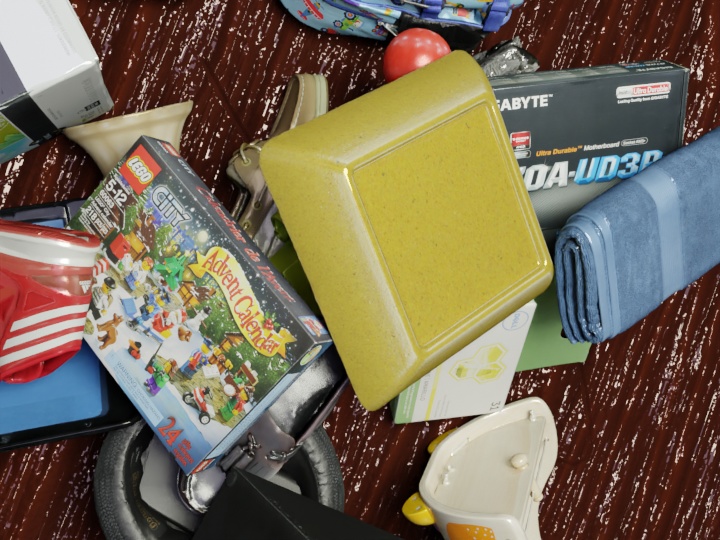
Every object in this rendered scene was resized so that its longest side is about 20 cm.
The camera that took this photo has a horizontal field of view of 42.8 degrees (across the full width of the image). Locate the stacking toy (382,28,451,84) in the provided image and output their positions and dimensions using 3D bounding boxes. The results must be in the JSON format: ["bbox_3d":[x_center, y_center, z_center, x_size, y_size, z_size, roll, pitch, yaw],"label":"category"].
[{"bbox_3d":[0.025,-0.084,0.692,0.085,0.085,0.202,13,89,-13],"label":"stacking toy"}]

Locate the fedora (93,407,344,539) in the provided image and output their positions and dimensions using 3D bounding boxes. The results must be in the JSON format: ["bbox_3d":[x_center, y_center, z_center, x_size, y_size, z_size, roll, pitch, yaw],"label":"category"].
[{"bbox_3d":[-0.114,0.175,0.748,0.199,0.092,0.203,2,83,-14],"label":"fedora"}]

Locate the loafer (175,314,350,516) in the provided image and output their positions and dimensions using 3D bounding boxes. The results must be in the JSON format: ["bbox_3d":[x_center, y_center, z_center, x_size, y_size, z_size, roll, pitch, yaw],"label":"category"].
[{"bbox_3d":[-0.060,0.100,0.689,0.072,0.063,0.200,46,74,-5],"label":"loafer"}]

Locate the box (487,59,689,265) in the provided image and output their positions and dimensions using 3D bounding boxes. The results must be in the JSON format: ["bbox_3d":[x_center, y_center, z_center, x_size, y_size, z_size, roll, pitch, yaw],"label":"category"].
[{"bbox_3d":[0.165,-0.083,0.759,0.198,0.046,0.160,-7,113,-11],"label":"box"}]

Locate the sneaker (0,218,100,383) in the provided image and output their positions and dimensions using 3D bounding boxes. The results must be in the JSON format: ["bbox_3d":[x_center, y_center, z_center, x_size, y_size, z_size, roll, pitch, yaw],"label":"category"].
[{"bbox_3d":[-0.279,0.019,0.657,0.198,0.078,0.117,8,93,28],"label":"sneaker"}]

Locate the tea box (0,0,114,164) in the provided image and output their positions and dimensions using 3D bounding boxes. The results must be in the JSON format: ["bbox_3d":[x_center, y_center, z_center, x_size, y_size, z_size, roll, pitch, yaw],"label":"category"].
[{"bbox_3d":[-0.295,-0.145,0.649,0.196,0.200,0.134,-28,96,-9],"label":"tea box"}]

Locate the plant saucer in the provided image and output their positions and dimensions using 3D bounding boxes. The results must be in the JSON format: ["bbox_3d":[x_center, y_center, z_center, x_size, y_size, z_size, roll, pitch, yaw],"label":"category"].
[{"bbox_3d":[0.053,-0.033,0.643,0.199,0.048,0.201,-31,106,-29],"label":"plant saucer"}]

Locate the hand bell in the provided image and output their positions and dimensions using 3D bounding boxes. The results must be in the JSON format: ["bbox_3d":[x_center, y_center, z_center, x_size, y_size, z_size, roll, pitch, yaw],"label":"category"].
[{"bbox_3d":[-0.162,-0.028,0.747,0.103,0.104,0.202,-15,103,-12],"label":"hand bell"}]

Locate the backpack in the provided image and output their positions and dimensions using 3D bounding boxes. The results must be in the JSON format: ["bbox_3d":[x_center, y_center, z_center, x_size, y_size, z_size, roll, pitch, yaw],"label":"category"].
[{"bbox_3d":[0.027,-0.282,0.755,0.198,0.134,0.185,5,90,-12],"label":"backpack"}]

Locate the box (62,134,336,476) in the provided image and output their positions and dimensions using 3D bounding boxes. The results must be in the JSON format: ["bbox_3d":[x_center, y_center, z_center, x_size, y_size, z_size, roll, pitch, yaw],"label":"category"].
[{"bbox_3d":[-0.131,0.023,0.657,0.137,0.038,0.200,-46,74,15],"label":"box"}]

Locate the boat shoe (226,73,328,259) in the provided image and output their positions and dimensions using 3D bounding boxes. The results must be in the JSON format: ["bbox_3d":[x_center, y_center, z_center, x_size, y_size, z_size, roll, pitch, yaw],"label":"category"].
[{"bbox_3d":[-0.080,-0.073,0.765,0.066,0.074,0.202,17,87,-18],"label":"boat shoe"}]

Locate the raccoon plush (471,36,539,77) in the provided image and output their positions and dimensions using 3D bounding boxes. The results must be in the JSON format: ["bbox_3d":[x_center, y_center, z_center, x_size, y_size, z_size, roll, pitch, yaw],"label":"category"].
[{"bbox_3d":[0.101,-0.107,0.806,0.199,0.097,0.135,-30,106,-1],"label":"raccoon plush"}]

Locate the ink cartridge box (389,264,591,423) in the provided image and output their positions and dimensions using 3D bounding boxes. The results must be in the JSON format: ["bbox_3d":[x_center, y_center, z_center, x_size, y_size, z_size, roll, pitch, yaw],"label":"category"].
[{"bbox_3d":[0.127,0.061,0.787,0.198,0.048,0.146,-4,136,-12],"label":"ink cartridge box"}]

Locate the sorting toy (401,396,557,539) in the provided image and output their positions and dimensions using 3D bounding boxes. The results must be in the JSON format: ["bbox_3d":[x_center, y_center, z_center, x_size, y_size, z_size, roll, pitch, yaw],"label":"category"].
[{"bbox_3d":[0.122,0.238,0.778,0.106,0.200,0.181,-15,103,22],"label":"sorting toy"}]

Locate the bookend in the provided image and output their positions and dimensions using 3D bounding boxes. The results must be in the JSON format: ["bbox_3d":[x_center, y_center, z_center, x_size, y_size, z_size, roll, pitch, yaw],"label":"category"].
[{"bbox_3d":[0.005,0.242,0.623,0.199,0.198,0.093,33,84,-34],"label":"bookend"}]

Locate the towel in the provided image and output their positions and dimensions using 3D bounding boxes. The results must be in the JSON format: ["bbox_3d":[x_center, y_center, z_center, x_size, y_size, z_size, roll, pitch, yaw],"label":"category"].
[{"bbox_3d":[0.231,-0.031,0.722,0.199,0.048,0.112,-29,123,-25],"label":"towel"}]

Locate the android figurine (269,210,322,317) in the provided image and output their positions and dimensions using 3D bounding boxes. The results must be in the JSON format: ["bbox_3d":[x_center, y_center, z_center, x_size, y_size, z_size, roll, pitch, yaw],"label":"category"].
[{"bbox_3d":[0.000,0.000,0.768,0.200,0.041,0.183,-44,125,-16],"label":"android figurine"}]

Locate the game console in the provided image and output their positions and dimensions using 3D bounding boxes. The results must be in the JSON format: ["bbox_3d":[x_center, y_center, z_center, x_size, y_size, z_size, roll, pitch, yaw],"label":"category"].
[{"bbox_3d":[-0.275,0.040,0.700,0.198,0.116,0.178,-9,93,-13],"label":"game console"}]
